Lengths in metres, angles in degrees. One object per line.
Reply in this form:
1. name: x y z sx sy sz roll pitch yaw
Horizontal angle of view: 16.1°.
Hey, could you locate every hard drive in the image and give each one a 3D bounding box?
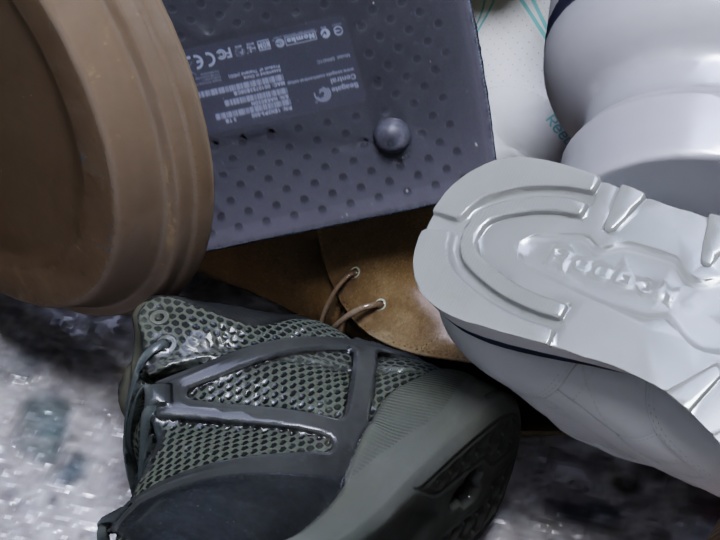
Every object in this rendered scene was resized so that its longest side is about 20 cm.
1. hard drive: -0.038 -0.108 0.779 0.135 0.200 0.042 -12 22 12

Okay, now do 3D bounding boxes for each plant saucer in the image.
1. plant saucer: -0.123 -0.068 0.789 0.200 0.200 0.029 33 52 32

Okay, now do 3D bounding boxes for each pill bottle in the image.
1. pill bottle: 0.119 -0.093 0.822 0.116 0.116 0.200 6 61 6

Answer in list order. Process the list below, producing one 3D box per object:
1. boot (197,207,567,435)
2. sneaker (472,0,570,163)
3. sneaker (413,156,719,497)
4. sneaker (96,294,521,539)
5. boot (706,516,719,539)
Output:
1. boot: 0.000 0.000 0.840 0.200 0.074 0.076 13 49 10
2. sneaker: 0.063 -0.108 0.951 0.080 0.070 0.200 -34 40 21
3. sneaker: 0.110 0.034 0.727 0.200 0.081 0.076 29 69 28
4. sneaker: -0.052 0.073 0.742 0.114 0.076 0.199 25 41 28
5. boot: 0.171 0.125 0.680 0.200 0.077 0.155 12 38 16
